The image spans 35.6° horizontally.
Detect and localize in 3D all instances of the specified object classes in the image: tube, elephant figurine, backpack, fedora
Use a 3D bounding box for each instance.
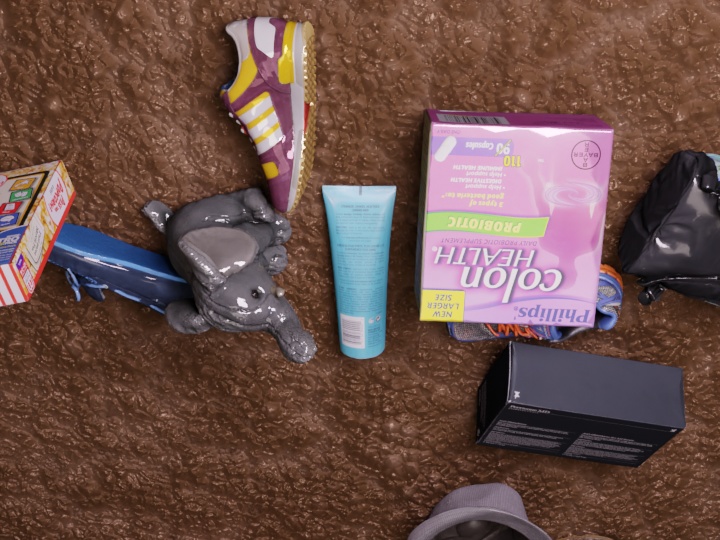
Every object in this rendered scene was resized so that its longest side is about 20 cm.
[{"bbox_3d":[0.000,0.000,1.220,0.077,0.050,0.200,-2,119,-3],"label":"tube"},{"bbox_3d":[-0.135,0.008,1.131,0.155,0.200,0.142,-21,121,14],"label":"elephant figurine"},{"bbox_3d":[0.384,-0.036,1.144,0.200,0.127,0.167,18,133,-12],"label":"backpack"},{"bbox_3d":[0.149,0.331,1.405,0.177,0.090,0.200,28,126,-15],"label":"fedora"}]

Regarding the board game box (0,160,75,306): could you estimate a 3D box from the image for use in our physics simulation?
[{"bbox_3d":[-0.380,-0.031,1.108,0.151,0.200,0.046,-10,123,8],"label":"board game box"}]

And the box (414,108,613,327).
[{"bbox_3d":[0.147,-0.054,1.118,0.175,0.097,0.200,3,106,-1],"label":"box"}]

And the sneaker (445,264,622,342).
[{"bbox_3d":[0.191,0.043,1.224,0.200,0.078,0.075,-13,122,9],"label":"sneaker"}]

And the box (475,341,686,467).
[{"bbox_3d":[0.245,0.154,1.267,0.200,0.079,0.141,9,153,-6],"label":"box"}]

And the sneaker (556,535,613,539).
[{"bbox_3d":[0.252,0.410,1.480,0.200,0.067,0.090,-17,139,4],"label":"sneaker"}]

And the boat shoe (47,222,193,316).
[{"bbox_3d":[-0.274,0.007,1.200,0.200,0.084,0.069,22,109,-10],"label":"boat shoe"}]

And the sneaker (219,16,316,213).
[{"bbox_3d":[-0.093,-0.153,1.109,0.090,0.075,0.200,7,117,6],"label":"sneaker"}]
